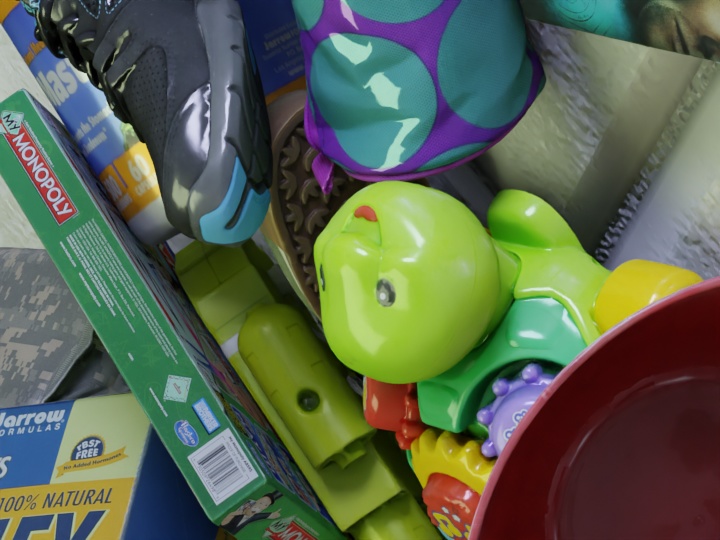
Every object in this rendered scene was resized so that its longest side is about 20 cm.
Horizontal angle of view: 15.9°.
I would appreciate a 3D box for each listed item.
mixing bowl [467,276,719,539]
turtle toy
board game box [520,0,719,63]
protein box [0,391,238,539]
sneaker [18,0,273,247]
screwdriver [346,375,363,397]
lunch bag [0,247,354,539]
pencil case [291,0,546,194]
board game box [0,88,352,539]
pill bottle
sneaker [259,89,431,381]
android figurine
[{"bbox_3d":[0.121,0.092,0.825,0.200,0.200,0.108,62,177,-9],"label":"mixing bowl"},{"bbox_3d":[0.055,0.040,0.922,0.146,0.101,0.200,12,143,50],"label":"turtle toy"},{"bbox_3d":[0.071,-0.160,0.779,0.135,0.028,0.200,22,138,55],"label":"board game box"},{"bbox_3d":[-0.110,0.189,1.125,0.135,0.199,0.200,-9,143,30],"label":"protein box"},{"bbox_3d":[-0.081,-0.085,0.928,0.073,0.082,0.200,81,176,-52],"label":"sneaker"},{"bbox_3d":[0.070,0.106,1.032,0.200,0.028,0.029,38,163,-5],"label":"screwdriver"},{"bbox_3d":[-0.096,0.075,1.270,0.200,0.118,0.164,34,163,-28],"label":"lunch bag"},{"bbox_3d":[-0.005,-0.129,0.881,0.085,0.092,0.200,-111,0,-65],"label":"pencil case"},{"bbox_3d":[-0.078,0.030,1.053,0.200,0.029,0.135,56,-176,23],"label":"board game box"},{"bbox_3d":[-0.094,-0.121,1.043,0.200,0.112,0.112,57,156,0],"label":"pill bottle"},{"bbox_3d":[0.000,0.000,1.025,0.090,0.067,0.200,29,162,53],"label":"sneaker"},{"bbox_3d":[-0.018,0.053,1.111,0.200,0.041,0.182,58,-177,13],"label":"android figurine"}]
